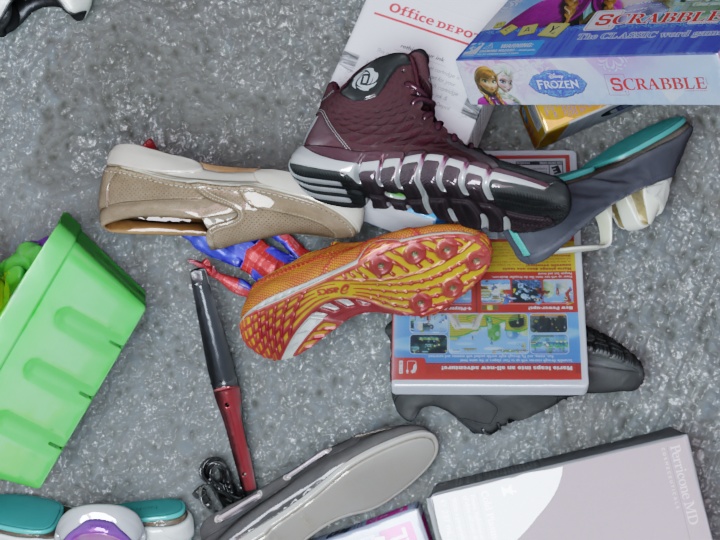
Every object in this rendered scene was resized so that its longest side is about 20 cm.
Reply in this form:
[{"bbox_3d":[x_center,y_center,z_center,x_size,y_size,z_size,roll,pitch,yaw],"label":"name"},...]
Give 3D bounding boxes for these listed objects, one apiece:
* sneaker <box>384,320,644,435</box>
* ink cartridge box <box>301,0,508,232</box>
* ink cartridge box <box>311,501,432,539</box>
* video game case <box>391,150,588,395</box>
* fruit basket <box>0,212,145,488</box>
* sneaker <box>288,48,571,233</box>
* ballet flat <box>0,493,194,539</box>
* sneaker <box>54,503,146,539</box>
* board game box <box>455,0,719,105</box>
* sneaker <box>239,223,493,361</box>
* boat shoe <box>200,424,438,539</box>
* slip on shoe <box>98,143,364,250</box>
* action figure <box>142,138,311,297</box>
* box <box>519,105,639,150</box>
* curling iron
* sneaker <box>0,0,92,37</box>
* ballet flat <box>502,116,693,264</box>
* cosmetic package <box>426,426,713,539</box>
[{"bbox_3d":[0.116,0.082,1.037,0.198,0.076,0.092,5,100,9],"label":"sneaker"},{"bbox_3d":[0.042,-0.134,1.020,0.115,0.067,0.202,21,75,12],"label":"ink cartridge box"},{"bbox_3d":[-0.028,0.271,1.052,0.198,0.042,0.121,-20,87,5],"label":"ink cartridge box"},{"bbox_3d":[0.095,-0.002,1.014,0.141,0.018,0.202,0,61,4],"label":"video game case"},{"bbox_3d":[-0.284,0.041,1.013,0.213,0.155,0.218,-1,97,-9],"label":"fruit basket"},{"bbox_3d":[0.054,-0.098,0.929,0.198,0.076,0.117,10,70,15],"label":"sneaker"},{"bbox_3d":[-0.229,0.215,1.058,0.197,0.069,0.070,1,89,2],"label":"ballet flat"},{"bbox_3d":[-0.199,0.278,1.012,0.079,0.089,0.202,0,117,-7],"label":"sneaker"},{"bbox_3d":[0.198,-0.186,0.938,0.198,0.200,0.041,5,132,39],"label":"board game box"},{"bbox_3d":[0.000,0.000,0.982,0.198,0.077,0.073,-16,124,17],"label":"sneaker"},{"bbox_3d":[-0.036,0.166,1.036,0.199,0.067,0.057,-32,45,-8],"label":"boat shoe"},{"bbox_3d":[-0.098,-0.042,0.998,0.198,0.076,0.061,13,72,2],"label":"slip on shoe"},{"bbox_3d":[-0.100,-0.023,1.059,0.199,0.052,0.066,35,86,2],"label":"action figure"},{"bbox_3d":[0.217,-0.150,1.003,0.198,0.119,0.042,-25,87,2],"label":"box"},{"bbox_3d":[-0.111,0.098,1.043,0.049,0.026,0.202,-10,103,-25],"label":"curling iron"},{"bbox_3d":[-0.305,-0.227,1.061,0.198,0.076,0.089,-5,88,4],"label":"sneaker"},{"bbox_3d":[0.179,-0.054,1.000,0.199,0.073,0.074,-25,87,-34],"label":"ballet flat"},{"bbox_3d":[0.159,0.192,1.017,0.198,0.090,0.108,-16,85,7],"label":"cosmetic package"}]
